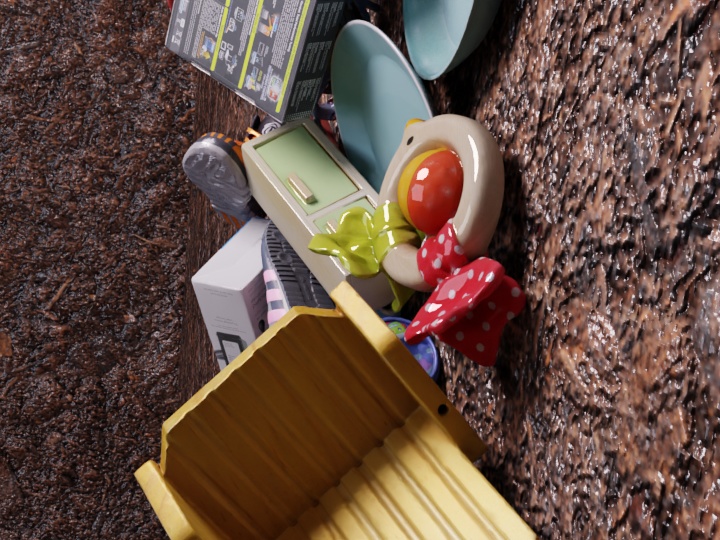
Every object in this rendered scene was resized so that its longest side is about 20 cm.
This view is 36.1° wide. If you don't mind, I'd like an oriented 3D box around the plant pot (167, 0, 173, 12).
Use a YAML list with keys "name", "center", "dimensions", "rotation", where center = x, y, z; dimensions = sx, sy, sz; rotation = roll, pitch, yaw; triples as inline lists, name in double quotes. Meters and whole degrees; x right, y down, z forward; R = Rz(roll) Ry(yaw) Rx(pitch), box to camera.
- name: "plant pot"
  center: [-0.140, -0.410, 1.425]
  dimensions: [0.200, 0.198, 0.185]
  rotation: [130, 148, -66]

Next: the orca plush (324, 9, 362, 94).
- name: "orca plush"
  center: [-0.020, -0.253, 1.195]
  dimensions: [0.072, 0.104, 0.200]
  rotation: [-63, -10, -16]

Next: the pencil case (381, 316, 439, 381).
- name: "pencil case"
  center: [0.013, 0.133, 0.969]
  dimensions: [0.201, 0.077, 0.087]
  rotation: [106, 149, -42]

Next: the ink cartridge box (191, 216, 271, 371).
- name: "ink cartridge box"
  center: [-0.093, 0.062, 1.145]
  dimensions: [0.116, 0.067, 0.202]
  rotation: [-50, -42, -42]

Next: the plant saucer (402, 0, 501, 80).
- name: "plant saucer"
  center: [0.078, -0.249, 0.864]
  dimensions: [0.200, 0.035, 0.203]
  rotation: [-178, 90, -75]

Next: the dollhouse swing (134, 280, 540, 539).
- name: "dollhouse swing"
  center: [-0.012, 0.155, 0.725]
  dimensions: [0.182, 0.200, 0.176]
  rotation: [51, 177, -27]

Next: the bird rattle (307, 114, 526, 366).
- name: "bird rattle"
  center: [0.048, -0.032, 0.800]
  dimensions: [0.200, 0.111, 0.165]
  rotation: [27, 103, 66]

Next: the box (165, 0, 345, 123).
- name: "box"
  center: [-0.086, -0.256, 0.974]
  dimensions: [0.160, 0.044, 0.202]
  rotation: [34, 122, 25]

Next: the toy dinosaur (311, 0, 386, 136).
- name: "toy dinosaur"
  center: [-0.033, -0.218, 1.086]
  dimensions: [0.202, 0.104, 0.181]
  rotation: [61, 158, 4]

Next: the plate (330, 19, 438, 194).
- name: "plate"
  center: [0.030, -0.117, 0.947]
  dimensions: [0.201, 0.025, 0.202]
  rotation: [53, 154, 39]

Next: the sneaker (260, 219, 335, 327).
- name: "sneaker"
  center: [-0.066, 0.036, 1.024]
  dimensions: [0.082, 0.069, 0.201]
  rotation: [-60, 29, 33]

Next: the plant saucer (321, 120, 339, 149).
- name: "plant saucer"
  center: [-0.046, -0.083, 1.237]
  dimensions: [0.200, 0.036, 0.202]
  rotation: [-110, 17, -65]

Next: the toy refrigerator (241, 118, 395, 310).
- name: "toy refrigerator"
  center: [-0.030, -0.054, 1.008]
  dimensions: [0.200, 0.075, 0.070]
  rotation: [52, 159, 37]

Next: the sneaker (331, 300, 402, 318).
- name: "sneaker"
  center: [0.000, 0.000, 1.072]
  dimensions: [0.081, 0.076, 0.201]
  rotation: [-58, 32, 34]

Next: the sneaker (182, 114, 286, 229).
- name: "sneaker"
  center: [-0.119, -0.122, 1.145]
  dimensions: [0.113, 0.077, 0.200]
  rotation: [-62, -9, -13]
